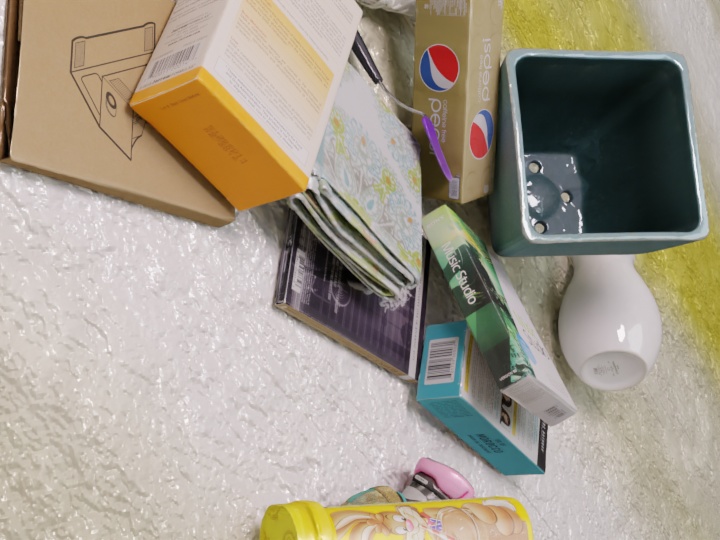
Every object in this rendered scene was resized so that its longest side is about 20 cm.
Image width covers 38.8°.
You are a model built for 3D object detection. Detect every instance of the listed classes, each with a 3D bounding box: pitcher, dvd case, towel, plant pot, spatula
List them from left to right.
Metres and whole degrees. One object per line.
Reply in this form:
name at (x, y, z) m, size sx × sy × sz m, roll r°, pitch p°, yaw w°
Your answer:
towel at (-0.007, -0.093, 0.895) m, size 0.171 × 0.048 × 0.201 m, roll 45°, pitch 35°, yaw -39°
dvd case at (0.000, 0.000, 0.930) m, size 0.200 × 0.016 × 0.150 m, roll 33°, pitch 54°, yaw -44°
spatula at (0.031, -0.170, 0.970) m, size 0.200 × 0.021 × 0.057 m, roll 53°, pitch 12°, yaw 2°
plant pot at (0.223, -0.102, 1.091) m, size 0.195 × 0.200 × 0.197 m, roll -1°, pitch 78°, yaw -12°
pitcher at (0.312, 0.059, 1.264) m, size 0.172 × 0.121 × 0.201 m, roll 56°, pitch 29°, yaw -39°

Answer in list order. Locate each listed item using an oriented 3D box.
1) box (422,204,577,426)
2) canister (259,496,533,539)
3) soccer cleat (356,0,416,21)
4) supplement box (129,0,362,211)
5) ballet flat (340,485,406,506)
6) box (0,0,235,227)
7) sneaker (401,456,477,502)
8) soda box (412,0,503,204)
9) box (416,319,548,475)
box at (0.134, 0.045, 0.998) m, size 0.144 × 0.036 × 0.201 m, roll 36°, pitch 25°, yaw -55°
canister at (0.031, 0.246, 0.771) m, size 0.199 × 0.086 × 0.150 m, roll 2°, pitch 80°, yaw -25°
soccer cleat at (0.026, -0.284, 1.014) m, size 0.200 × 0.070 × 0.087 m, roll 36°, pitch 66°, yaw -39°
supplement box at (-0.080, -0.165, 0.781) m, size 0.126 × 0.073 × 0.201 m, roll 46°, pitch 46°, yaw -37°
ballet flat at (0.015, 0.281, 0.839) m, size 0.071 × 0.070 × 0.201 m, roll -3°, pitch 83°, yaw -54°
box at (-0.165, -0.130, 0.737) m, size 0.200 × 0.021 × 0.165 m, roll 17°, pitch 67°, yaw -51°
sneaker at (0.081, 0.267, 0.934) m, size 0.095 × 0.079 × 0.201 m, roll -43°, pitch 116°, yaw -26°
soda box at (0.095, -0.173, 1.013) m, size 0.068 × 0.064 × 0.201 m, roll -21°, pitch 118°, yaw -51°
box at (0.128, 0.132, 1.024) m, size 0.200 × 0.049 × 0.083 m, roll 44°, pitch 46°, yaw -44°
